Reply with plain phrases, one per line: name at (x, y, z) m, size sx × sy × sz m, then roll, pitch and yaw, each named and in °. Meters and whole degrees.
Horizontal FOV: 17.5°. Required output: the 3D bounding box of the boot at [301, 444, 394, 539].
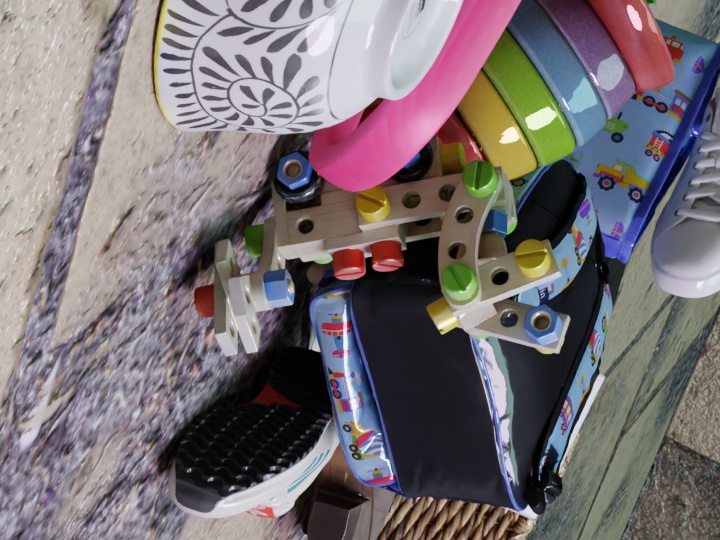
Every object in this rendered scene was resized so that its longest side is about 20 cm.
boot at (0.009, 0.123, 1.709) m, size 0.200 × 0.070 × 0.146 m, roll -65°, pitch 172°, yaw 9°

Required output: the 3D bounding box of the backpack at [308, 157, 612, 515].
backpack at (0.074, 0.026, 1.440) m, size 0.200 × 0.134 × 0.183 m, roll -55°, pitch 138°, yaw -48°

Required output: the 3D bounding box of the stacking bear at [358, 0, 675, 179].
stacking bear at (0.071, -0.102, 1.363) m, size 0.200 × 0.114 × 0.121 m, roll -33°, pitch -154°, yaw 0°

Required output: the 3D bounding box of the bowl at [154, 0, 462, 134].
bowl at (-0.006, -0.140, 1.115) m, size 0.201 × 0.094 × 0.201 m, roll -57°, pitch 164°, yaw -27°

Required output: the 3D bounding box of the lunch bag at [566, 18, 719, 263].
lunch bag at (0.139, -0.091, 1.573) m, size 0.094 × 0.150 × 0.200 m, roll 102°, pitch 16°, yaw -45°

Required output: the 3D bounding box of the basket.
basket at (0.072, 0.192, 1.861) m, size 0.200 × 0.149 × 0.143 m, roll -62°, pitch 166°, yaw -13°

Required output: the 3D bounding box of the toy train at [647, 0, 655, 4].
toy train at (0.171, -0.212, 1.562) m, size 0.056 × 0.042 × 0.200 m, roll -63°, pitch 164°, yaw 9°

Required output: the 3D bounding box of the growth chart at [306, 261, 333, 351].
growth chart at (0.000, 0.000, 1.538) m, size 0.145 × 0.018 × 0.200 m, roll -57°, pitch 165°, yaw -28°

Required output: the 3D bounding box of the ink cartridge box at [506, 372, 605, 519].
ink cartridge box at (0.088, 0.092, 1.615) m, size 0.200 × 0.067 × 0.117 m, roll 31°, pitch 82°, yaw -35°

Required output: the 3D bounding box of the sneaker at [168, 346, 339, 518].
sneaker at (-0.059, 0.122, 1.429) m, size 0.200 × 0.070 × 0.093 m, roll -44°, pitch 150°, yaw -60°

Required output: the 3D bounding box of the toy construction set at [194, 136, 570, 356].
toy construction set at (0.008, -0.008, 1.274) m, size 0.092 × 0.200 × 0.131 m, roll 92°, pitch -8°, yaw -69°

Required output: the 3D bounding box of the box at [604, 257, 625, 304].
box at (0.124, -0.024, 1.721) m, size 0.149 × 0.124 × 0.200 m, roll -51°, pitch 160°, yaw -39°

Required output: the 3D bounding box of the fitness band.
fitness band at (0.033, -0.134, 1.227) m, size 0.200 × 0.037 × 0.144 m, roll -61°, pitch -159°, yaw -8°

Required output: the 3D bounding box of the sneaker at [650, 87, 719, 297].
sneaker at (0.241, -0.072, 1.567) m, size 0.200 × 0.073 × 0.085 m, roll -59°, pitch 146°, yaw -35°
